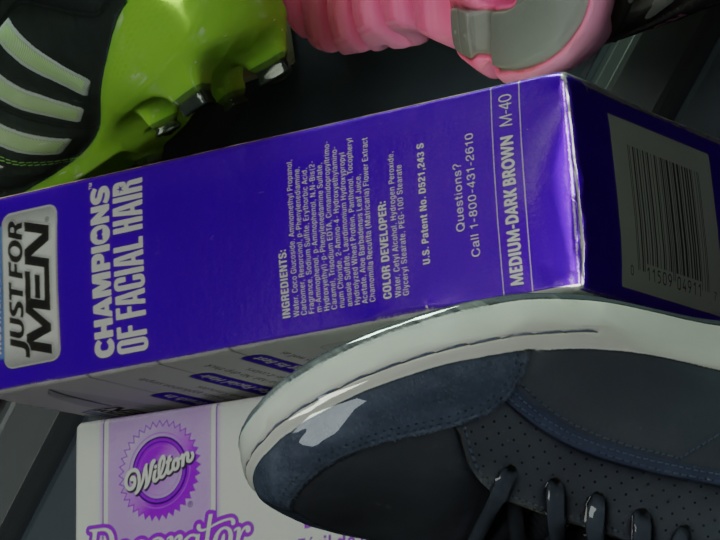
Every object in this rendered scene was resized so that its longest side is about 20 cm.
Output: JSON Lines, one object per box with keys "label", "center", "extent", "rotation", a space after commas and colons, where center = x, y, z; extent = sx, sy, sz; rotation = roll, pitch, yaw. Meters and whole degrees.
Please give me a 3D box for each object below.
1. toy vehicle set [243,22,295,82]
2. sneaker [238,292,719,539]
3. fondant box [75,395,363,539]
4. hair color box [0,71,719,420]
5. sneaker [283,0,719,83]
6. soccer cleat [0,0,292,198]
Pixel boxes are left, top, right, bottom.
{"label": "toy vehicle set", "center": [-0.093, -0.145, 0.975], "extent": [0.124, 0.026, 0.201], "rotation": [-19, 72, 30]}
{"label": "sneaker", "center": [0.076, 0.084, 0.716], "extent": [0.077, 0.202, 0.147], "rotation": [108, 158, -52]}
{"label": "fondant box", "center": [-0.010, 0.136, 0.841], "extent": [0.144, 0.058, 0.201], "rotation": [-10, 72, 30]}
{"label": "hair color box", "center": [0.000, 0.000, 0.840], "extent": [0.199, 0.109, 0.065], "rotation": [-12, 75, 30]}
{"label": "sneaker", "center": [0.039, -0.103, 0.859], "extent": [0.200, 0.095, 0.079], "rotation": [28, 128, 54]}
{"label": "soccer cleat", "center": [-0.088, -0.063, 0.886], "extent": [0.200, 0.067, 0.081], "rotation": [-30, 84, 52]}
